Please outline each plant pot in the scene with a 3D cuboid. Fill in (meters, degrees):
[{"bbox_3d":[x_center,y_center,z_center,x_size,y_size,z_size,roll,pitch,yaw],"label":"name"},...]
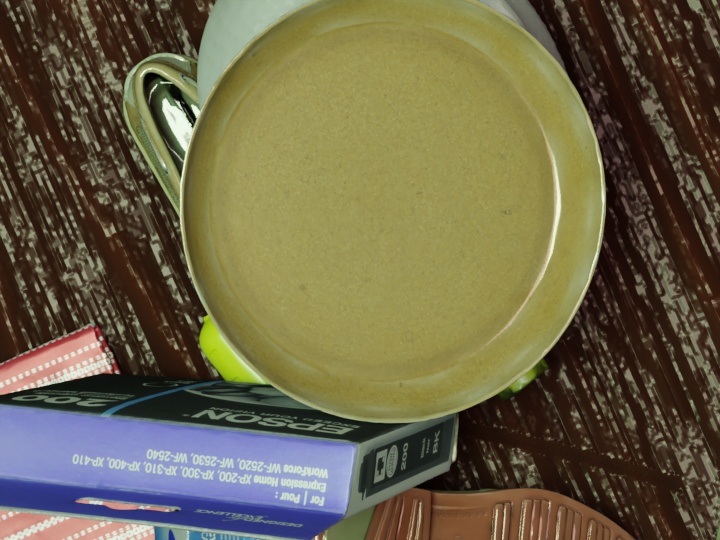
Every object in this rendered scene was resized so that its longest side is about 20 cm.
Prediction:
[{"bbox_3d":[0.014,-0.031,1.258,0.200,0.027,0.200,-1,94,-12],"label":"plant pot"}]

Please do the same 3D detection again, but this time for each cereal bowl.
[{"bbox_3d":[0.026,-0.087,1.330,0.200,0.083,0.200,13,63,-27],"label":"cereal bowl"}]

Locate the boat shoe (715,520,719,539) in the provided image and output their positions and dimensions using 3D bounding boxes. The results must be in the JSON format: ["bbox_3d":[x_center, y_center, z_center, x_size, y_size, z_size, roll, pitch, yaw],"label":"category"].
[{"bbox_3d":[0.228,0.108,1.378,0.072,0.066,0.201,20,90,3],"label":"boat shoe"}]

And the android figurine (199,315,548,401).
[{"bbox_3d":[0.000,0.000,1.404,0.182,0.041,0.200,-40,88,2],"label":"android figurine"}]

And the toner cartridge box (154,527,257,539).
[{"bbox_3d":[-0.049,0.219,1.384,0.095,0.043,0.200,-4,89,-29],"label":"toner cartridge box"}]

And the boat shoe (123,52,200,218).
[{"bbox_3d":[-0.051,-0.020,1.348,0.072,0.076,0.200,-41,90,1],"label":"boat shoe"}]

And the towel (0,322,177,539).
[{"bbox_3d":[-0.159,0.146,1.421,0.144,0.022,0.200,-24,88,2],"label":"towel"}]

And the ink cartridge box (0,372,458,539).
[{"bbox_3d":[-0.078,0.083,1.283,0.198,0.200,0.043,4,97,20],"label":"ink cartridge box"}]

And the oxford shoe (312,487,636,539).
[{"bbox_3d":[0.052,0.140,1.377,0.200,0.074,0.071,16,80,-25],"label":"oxford shoe"}]
